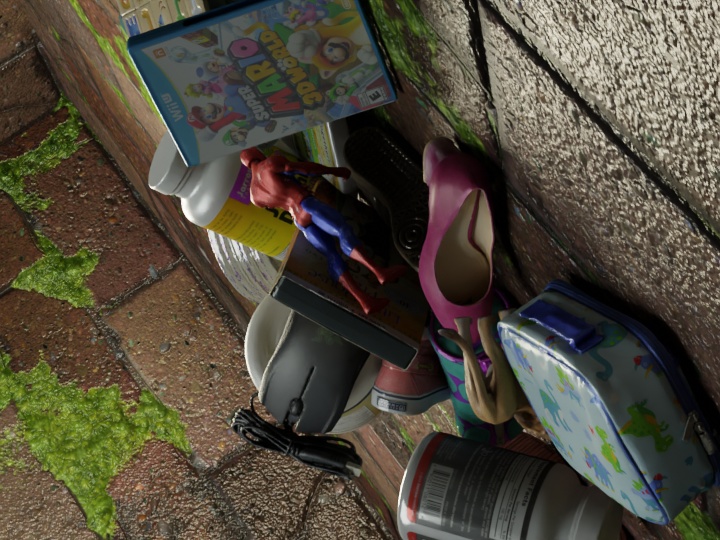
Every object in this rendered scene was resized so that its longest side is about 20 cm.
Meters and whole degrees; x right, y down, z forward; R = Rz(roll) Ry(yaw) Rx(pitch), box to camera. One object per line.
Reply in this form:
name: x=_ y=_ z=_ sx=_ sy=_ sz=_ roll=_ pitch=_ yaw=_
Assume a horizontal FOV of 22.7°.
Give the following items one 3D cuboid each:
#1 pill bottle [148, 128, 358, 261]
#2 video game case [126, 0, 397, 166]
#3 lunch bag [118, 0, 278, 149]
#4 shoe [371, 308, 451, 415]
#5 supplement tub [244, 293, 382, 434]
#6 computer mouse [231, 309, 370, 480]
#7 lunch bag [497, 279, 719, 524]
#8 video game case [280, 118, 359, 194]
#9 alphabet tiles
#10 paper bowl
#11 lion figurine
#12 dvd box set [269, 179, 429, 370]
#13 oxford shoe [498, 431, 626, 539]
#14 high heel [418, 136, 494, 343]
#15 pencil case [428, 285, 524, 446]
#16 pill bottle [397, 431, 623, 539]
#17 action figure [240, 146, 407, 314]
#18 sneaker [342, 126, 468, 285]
pill bottle: x=-0.109 y=-0.078 z=1.805 sx=0.199 sy=0.105 sz=0.104 roll=23 pitch=-177 yaw=-22
video game case: x=-0.082 y=-0.172 z=1.541 sx=0.018 sy=0.199 sz=0.144 roll=-98 pitch=-12 yaw=-45
lunch bag: x=-0.118 y=-0.225 z=1.634 sx=0.201 sy=0.121 sz=0.171 roll=54 pitch=146 yaw=15
shoe: x=0.063 y=0.080 z=1.787 sx=0.071 sy=0.092 sz=0.200 roll=13 pitch=-170 yaw=14
supplement tub: x=-0.035 y=0.093 z=1.869 sx=0.145 sy=0.144 sz=0.200 roll=54 pitch=180 yaw=14
computer mouse: x=-0.043 y=0.108 z=1.718 sx=0.138 sy=0.201 sz=0.053 roll=21 pitch=-155 yaw=5
lunch bag: x=0.191 y=0.097 z=1.386 sx=0.161 sy=0.082 sz=0.200 roll=59 pitch=170 yaw=-20
video game case: x=-0.064 y=-0.195 z=1.748 sx=0.182 sy=0.023 sz=0.201 roll=43 pitch=150 yaw=55
alphabet tiles: x=-0.180 y=-0.243 z=1.601 sx=0.166 sy=0.006 sz=0.201 roll=-7 pitch=102 yaw=59
paper bowl: x=-0.082 y=-0.070 z=1.960 sx=0.200 sy=0.104 sz=0.202 roll=-11 pitch=-90 yaw=-67
lion figurine: x=0.128 y=0.095 z=1.523 sx=0.072 sy=0.199 sz=0.124 roll=-7 pitch=89 yaw=37
dvd box set: x=0.000 y=0.000 z=1.690 sx=0.146 sy=0.029 sz=0.200 roll=29 pitch=-151 yaw=-5
oxford shoe: x=0.202 y=0.247 z=1.861 sx=0.200 sy=0.071 sz=0.074 roll=50 pitch=171 yaw=36
high heel: x=0.092 y=-0.009 z=1.515 sx=0.096 sy=0.067 sz=0.201 roll=-122 pitch=25 yaw=-59
pencil case: x=0.119 y=0.095 z=1.723 sx=0.200 sy=0.084 sz=0.093 roll=70 pitch=-177 yaw=-57
pill bottle: x=0.145 y=0.233 z=1.731 sx=0.199 sy=0.116 sz=0.116 roll=13 pitch=152 yaw=21
action figure: x=-0.027 y=-0.053 z=1.649 sx=0.200 sy=0.099 sz=0.065 roll=43 pitch=127 yaw=19
sneaker: x=0.055 y=-0.053 z=1.657 sx=0.201 sy=0.070 sz=0.076 roll=58 pitch=-175 yaw=36
